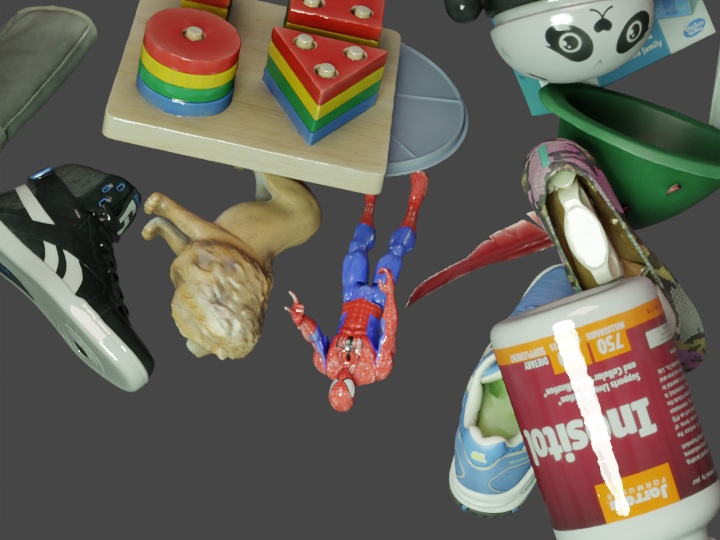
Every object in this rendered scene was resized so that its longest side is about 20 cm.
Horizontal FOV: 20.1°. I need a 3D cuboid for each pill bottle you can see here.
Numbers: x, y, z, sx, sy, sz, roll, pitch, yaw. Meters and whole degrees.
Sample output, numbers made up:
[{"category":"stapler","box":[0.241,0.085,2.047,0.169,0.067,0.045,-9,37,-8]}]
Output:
[{"category":"pill bottle","box":[0.165,0.113,1.303,0.113,0.113,0.201,-19,90,-10]}]

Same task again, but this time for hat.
[{"category":"hat","box":[0.175,-0.030,1.487,0.200,0.177,0.166,24,18,16]}]

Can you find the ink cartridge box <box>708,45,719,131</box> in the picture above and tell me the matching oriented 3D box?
[{"category":"ink cartridge box","box":[0.350,-0.189,1.551,0.146,0.083,0.200,9,57,9]}]

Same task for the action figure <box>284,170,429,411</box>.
[{"category":"action figure","box":[0.000,0.000,1.438,0.065,0.099,0.200,3,59,15]}]

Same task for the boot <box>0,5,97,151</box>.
[{"category":"boot","box":[-0.309,-0.118,1.543,0.181,0.073,0.200,-3,47,24]}]

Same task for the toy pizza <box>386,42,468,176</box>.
[{"category":"toy pizza","box":[-0.018,-0.124,1.531,0.200,0.032,0.200,9,37,-7]}]

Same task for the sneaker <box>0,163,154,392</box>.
[{"category":"sneaker","box":[-0.187,-0.010,1.465,0.112,0.073,0.200,-38,61,-19]}]

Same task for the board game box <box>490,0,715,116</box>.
[{"category":"board game box","box":[0.162,-0.240,1.550,0.151,0.047,0.200,-27,98,-14]}]

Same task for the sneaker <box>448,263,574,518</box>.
[{"category":"sneaker","box":[0.119,0.072,1.394,0.075,0.077,0.200,15,57,14]}]

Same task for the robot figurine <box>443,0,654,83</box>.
[{"category":"robot figurine","box":[0.141,-0.234,1.451,0.150,0.125,0.201,-10,91,30]}]

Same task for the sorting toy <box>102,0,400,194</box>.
[{"category":"sorting toy","box":[-0.069,-0.157,1.471,0.199,0.070,0.199,12,37,-4]}]

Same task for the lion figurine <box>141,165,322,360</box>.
[{"category":"lion figurine","box":[-0.079,-0.026,1.471,0.122,0.073,0.200,37,56,12]}]

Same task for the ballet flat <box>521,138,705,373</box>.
[{"category":"ballet flat","box":[0.171,0.002,1.382,0.069,0.200,0.071,-28,17,17]}]
